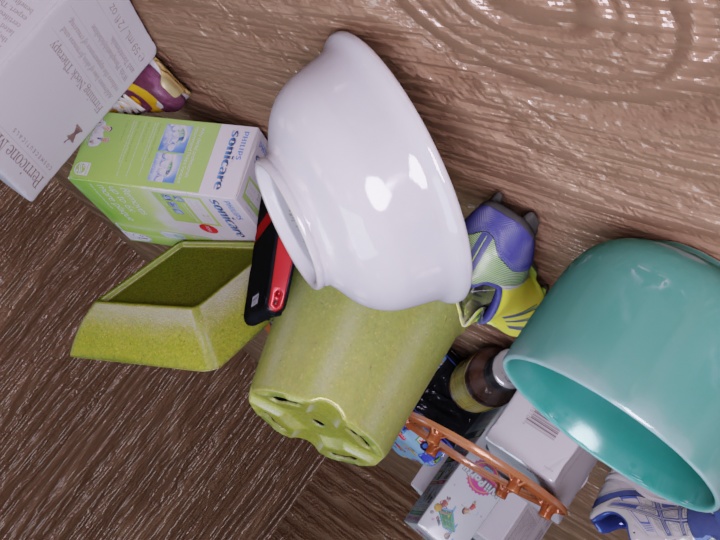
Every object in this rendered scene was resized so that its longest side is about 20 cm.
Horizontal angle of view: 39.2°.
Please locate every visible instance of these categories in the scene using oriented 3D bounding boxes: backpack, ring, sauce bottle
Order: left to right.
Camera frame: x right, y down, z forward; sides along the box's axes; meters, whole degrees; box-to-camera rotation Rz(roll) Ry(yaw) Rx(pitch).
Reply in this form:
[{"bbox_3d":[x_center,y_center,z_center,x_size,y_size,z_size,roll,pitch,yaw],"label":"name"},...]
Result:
[{"bbox_3d":[0.040,0.124,1.252,0.200,0.135,0.182,45,166,-17],"label":"backpack"},{"bbox_3d":[0.106,0.185,0.967,0.199,0.019,0.201,30,169,6],"label":"ring"},{"bbox_3d":[0.141,0.116,1.087,0.064,0.065,0.200,38,167,2],"label":"sauce bottle"}]

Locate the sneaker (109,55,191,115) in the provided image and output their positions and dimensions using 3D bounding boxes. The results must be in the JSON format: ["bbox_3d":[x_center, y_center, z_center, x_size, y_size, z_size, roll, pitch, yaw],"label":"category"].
[{"bbox_3d":[-0.254,-0.184,1.086,0.075,0.090,0.199,46,167,-33],"label":"sneaker"}]

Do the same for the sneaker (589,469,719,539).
[{"bbox_3d":[0.329,0.275,1.058,0.075,0.088,0.199,47,164,-31],"label":"sneaker"}]

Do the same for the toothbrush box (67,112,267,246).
[{"bbox_3d":[-0.180,-0.088,1.070,0.197,0.087,0.146,7,158,19],"label":"toothbrush box"}]

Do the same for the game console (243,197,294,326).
[{"bbox_3d":[-0.066,-0.044,0.863,0.031,0.180,0.200,9,172,-10],"label":"game console"}]

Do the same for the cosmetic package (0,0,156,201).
[{"bbox_3d":[-0.331,-0.212,0.943,0.165,0.201,0.168,34,169,16],"label":"cosmetic package"}]

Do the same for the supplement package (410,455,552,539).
[{"bbox_3d":[0.191,0.311,1.441,0.151,0.151,0.200,31,166,28],"label":"supplement package"}]

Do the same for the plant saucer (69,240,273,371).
[{"bbox_3d":[-0.167,0.022,1.016,0.198,0.200,0.048,2,119,33],"label":"plant saucer"}]

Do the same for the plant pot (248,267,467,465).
[{"bbox_3d":[-0.004,0.060,0.893,0.198,0.186,0.201,21,154,11],"label":"plant pot"}]

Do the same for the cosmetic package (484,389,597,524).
[{"bbox_3d":[0.193,0.170,1.016,0.081,0.113,0.200,31,164,22],"label":"cosmetic package"}]

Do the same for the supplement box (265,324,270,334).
[{"bbox_3d":[-0.027,0.050,1.164,0.198,0.069,0.067,4,119,43],"label":"supplement box"}]

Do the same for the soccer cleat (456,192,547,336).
[{"bbox_3d":[0.100,0.014,0.779,0.064,0.084,0.201,32,167,22],"label":"soccer cleat"}]

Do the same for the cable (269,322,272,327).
[{"bbox_3d":[-0.022,0.087,1.106,0.161,0.051,0.202,11,131,26],"label":"cable"}]

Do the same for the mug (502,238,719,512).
[{"bbox_3d":[0.170,0.049,0.627,0.184,0.115,0.152,25,163,50],"label":"mug"}]

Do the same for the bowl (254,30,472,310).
[{"bbox_3d":[-0.012,-0.050,0.689,0.203,0.089,0.202,60,168,21],"label":"bowl"}]

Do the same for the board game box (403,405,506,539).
[{"bbox_3d":[0.139,0.235,1.198,0.064,0.201,0.148,38,169,5],"label":"board game box"}]
